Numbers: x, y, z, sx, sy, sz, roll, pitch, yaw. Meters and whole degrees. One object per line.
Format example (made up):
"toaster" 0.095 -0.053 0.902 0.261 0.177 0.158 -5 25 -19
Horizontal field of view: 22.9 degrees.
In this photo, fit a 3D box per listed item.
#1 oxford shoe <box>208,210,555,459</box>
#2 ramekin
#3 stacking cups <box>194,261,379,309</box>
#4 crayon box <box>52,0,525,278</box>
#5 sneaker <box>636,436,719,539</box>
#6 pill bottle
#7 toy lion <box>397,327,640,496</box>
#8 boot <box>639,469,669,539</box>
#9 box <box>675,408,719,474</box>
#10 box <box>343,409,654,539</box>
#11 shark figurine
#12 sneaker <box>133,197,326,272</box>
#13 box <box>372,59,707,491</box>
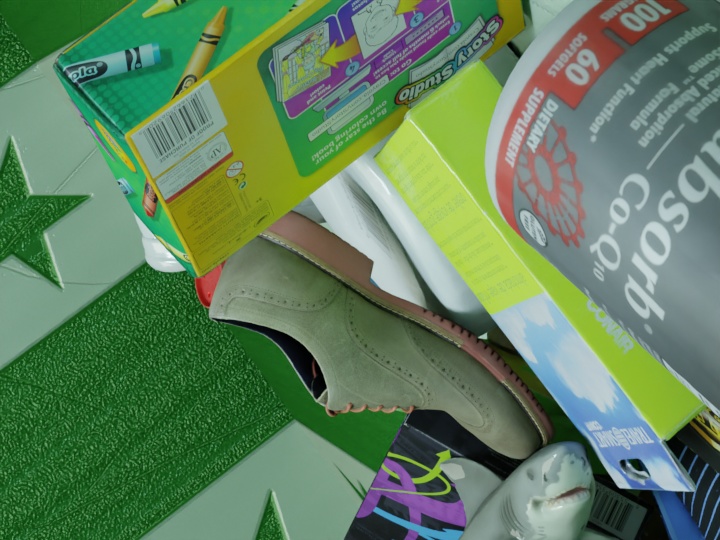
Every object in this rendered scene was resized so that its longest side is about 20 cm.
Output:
"oxford shoe" 0.009 0.050 0.916 0.200 0.075 0.070 35 163 -12
"ramekin" 0.035 -0.056 0.963 0.201 0.098 0.200 51 170 13
"stacking cups" 0.000 0.000 1.065 0.060 0.200 0.061 -3 86 57
"crayon box" -0.023 -0.100 0.779 0.058 0.200 0.119 46 168 29
"sneaker" 0.196 0.118 0.946 0.070 0.078 0.200 61 -171 -52
"pill bottle" 0.142 -0.007 0.586 0.200 0.116 0.116 45 167 36
"toy lion" 0.057 0.067 1.080 0.191 0.069 0.200 12 -168 -30
"boot" 0.209 0.191 1.140 0.146 0.070 0.200 47 -172 -41
"box" 0.171 0.041 0.824 0.200 0.049 0.160 43 165 45
"box" 0.072 0.151 1.038 0.143 0.036 0.200 28 151 5
"shark figurine" 0.044 0.146 0.929 0.128 0.214 0.090 21 -147 -55
"sneaker" -0.049 -0.072 1.084 0.075 0.200 0.089 8 117 54
"box" 0.088 0.007 0.806 0.200 0.048 0.122 53 171 1
